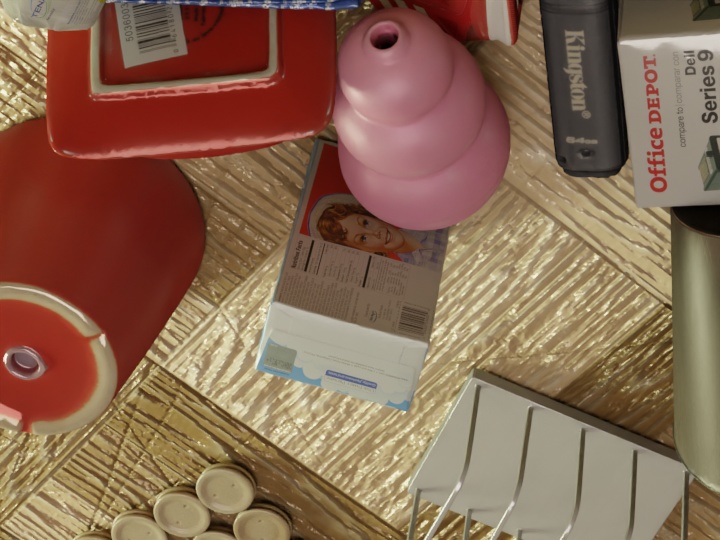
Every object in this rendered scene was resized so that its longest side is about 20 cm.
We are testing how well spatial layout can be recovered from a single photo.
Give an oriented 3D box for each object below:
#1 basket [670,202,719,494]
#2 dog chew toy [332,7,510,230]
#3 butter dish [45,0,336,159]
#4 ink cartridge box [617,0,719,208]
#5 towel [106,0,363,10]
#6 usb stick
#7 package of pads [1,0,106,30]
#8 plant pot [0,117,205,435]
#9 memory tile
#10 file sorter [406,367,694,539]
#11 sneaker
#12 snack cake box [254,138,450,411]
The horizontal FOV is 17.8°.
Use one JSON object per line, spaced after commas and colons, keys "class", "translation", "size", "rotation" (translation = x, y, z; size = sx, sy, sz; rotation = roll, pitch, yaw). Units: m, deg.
{"class": "basket", "translation": [0.286, 0.037, 1.650], "size": [0.135, 0.181, 0.201], "rotation": [-9, 120, 0]}
{"class": "dog chew toy", "translation": [0.035, -0.111, 1.580], "size": [0.124, 0.125, 0.200], "rotation": [-3, 155, 12]}
{"class": "butter dish", "translation": [-0.108, -0.151, 1.595], "size": [0.198, 0.201, 0.148], "rotation": [-4, 158, 6]}
{"class": "ink cartridge box", "translation": [0.280, -0.125, 1.579], "size": [0.199, 0.084, 0.147], "rotation": [-3, 126, 12]}
{"class": "towel", "translation": [-0.086, -0.244, 1.532], "size": [0.199, 0.146, 0.024], "rotation": [2, 161, 9]}
{"class": "usb stick", "translation": [0.156, -0.153, 1.614], "size": [0.055, 0.033, 0.201], "rotation": [-2, 126, 11]}
{"class": "package of pads", "translation": [-0.205, -0.272, 1.494], "size": [0.068, 0.201, 0.155], "rotation": [2, 135, -34]}
{"class": "plant pot", "translation": [-0.230, 0.014, 1.719], "size": [0.199, 0.178, 0.201], "rotation": [5, 128, 7]}
{"class": "memory tile", "translation": [-0.140, 0.248, 1.976], "size": [0.199, 0.017, 0.153], "rotation": [-28, 117, 26]}
{"class": "file sorter", "translation": [0.146, 0.198, 1.819], "size": [0.199, 0.125, 0.139], "rotation": [23, 126, -6]}
{"class": "sneaker", "translation": [0.045, -0.236, 1.547], "size": [0.115, 0.079, 0.201], "rotation": [-2, 125, 10]}
{"class": "snack cake box", "translation": [0.000, 0.000, 1.650], "size": [0.114, 0.200, 0.067], "rotation": [15, 129, -1]}
